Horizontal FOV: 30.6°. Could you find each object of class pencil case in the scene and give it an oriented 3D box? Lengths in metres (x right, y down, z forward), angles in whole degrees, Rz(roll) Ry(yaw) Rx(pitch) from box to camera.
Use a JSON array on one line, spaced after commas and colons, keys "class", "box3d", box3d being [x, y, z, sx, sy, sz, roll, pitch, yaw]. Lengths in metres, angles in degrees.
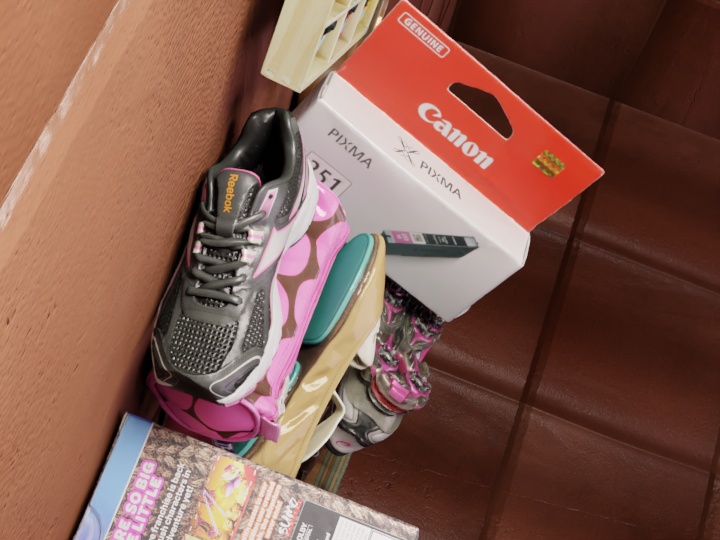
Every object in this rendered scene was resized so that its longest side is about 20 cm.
[{"class": "pencil case", "box3d": [-0.069, 0.020, 0.899, 0.091, 0.093, 0.202, 86, 20, -56]}]

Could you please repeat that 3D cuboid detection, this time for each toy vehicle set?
[{"class": "toy vehicle set", "box3d": [-0.005, -0.193, 0.817, 0.200, 0.026, 0.125, -60, 172, -67]}]

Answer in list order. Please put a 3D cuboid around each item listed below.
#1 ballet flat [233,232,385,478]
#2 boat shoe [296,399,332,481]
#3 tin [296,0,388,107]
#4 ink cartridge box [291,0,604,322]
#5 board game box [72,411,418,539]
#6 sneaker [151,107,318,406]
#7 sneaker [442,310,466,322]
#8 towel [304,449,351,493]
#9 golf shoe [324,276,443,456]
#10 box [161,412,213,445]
[{"class": "ballet flat", "box3d": [-0.028, 0.069, 0.936, 0.201, 0.063, 0.068, -57, -153, -10]}, {"class": "boat shoe", "box3d": [-0.036, 0.123, 1.156, 0.203, 0.074, 0.075, -54, -157, 37]}, {"class": "tin", "box3d": [-0.012, -0.197, 1.124, 0.112, 0.041, 0.201, 100, 9, -55]}, {"class": "ink cartridge box", "box3d": [0.048, -0.072, 0.960, 0.173, 0.199, 0.044, -40, -161, 41]}, {"class": "board game box", "box3d": [-0.084, 0.206, 0.826, 0.097, 0.198, 0.161, 107, 5, -72]}, {"class": "sneaker", "box3d": [-0.080, -0.018, 0.797, 0.087, 0.079, 0.202, 88, 12, -53]}, {"class": "sneaker", "box3d": [0.000, 0.000, 1.155, 0.079, 0.197, 0.080, -83, 173, -63]}, {"class": "towel", "box3d": [-0.074, 0.143, 1.224, 0.022, 0.145, 0.202, -61, 173, -59]}, {"class": "golf shoe", "box3d": [0.011, 0.068, 1.039, 0.092, 0.072, 0.200, -44, -170, 24]}, {"class": "box", "box3d": [-0.101, 0.144, 1.046, 0.128, 0.108, 0.202, -66, 176, -69]}]
